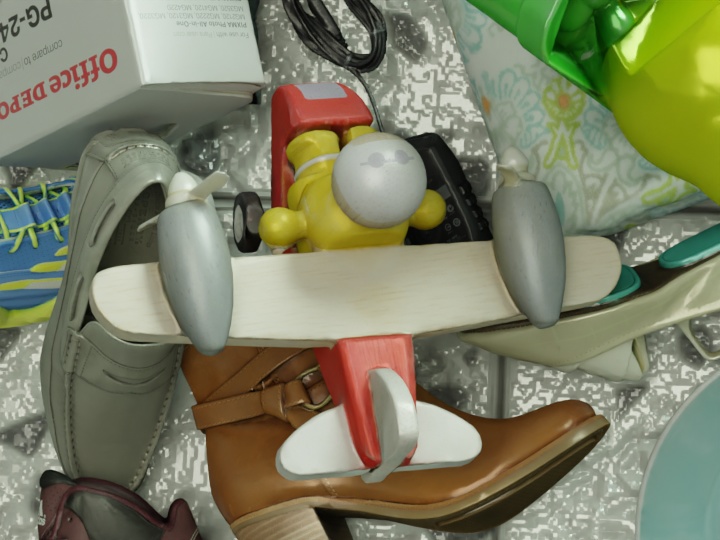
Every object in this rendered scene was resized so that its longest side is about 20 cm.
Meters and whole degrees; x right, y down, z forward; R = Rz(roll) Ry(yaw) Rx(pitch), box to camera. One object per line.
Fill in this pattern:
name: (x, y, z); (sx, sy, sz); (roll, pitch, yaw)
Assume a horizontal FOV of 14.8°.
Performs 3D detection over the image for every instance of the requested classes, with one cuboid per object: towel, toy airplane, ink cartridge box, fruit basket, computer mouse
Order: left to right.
ink cartridge box: (-0.140, -0.165, 1.409); (0.145, 0.083, 0.201); (-21, 77, 45)
toy airplane: (0.000, 0.000, 1.301); (0.198, 0.142, 0.200); (32, 50, 13)
computer mouse: (0.016, -0.071, 1.422); (0.058, 0.034, 0.201); (-30, 78, 27)
towel: (0.152, -0.119, 1.394); (0.199, 0.048, 0.172); (-21, 79, 9)
fruit basket: (0.146, -0.122, 1.270); (0.215, 0.216, 0.156); (24, 90, 13)

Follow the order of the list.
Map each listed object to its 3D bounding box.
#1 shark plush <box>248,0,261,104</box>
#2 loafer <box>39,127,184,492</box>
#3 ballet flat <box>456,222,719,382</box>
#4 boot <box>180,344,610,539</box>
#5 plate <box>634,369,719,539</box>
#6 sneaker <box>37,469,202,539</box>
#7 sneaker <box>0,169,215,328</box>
shark plush: (-0.053, -0.191, 1.438); (0.083, 0.091, 0.202); (2, 76, -19)
loafer: (-0.121, 0.029, 1.386); (0.069, 0.070, 0.201); (-4, 115, -19)
ballet flat: (0.149, 0.020, 1.373); (0.199, 0.069, 0.070); (-19, 80, 7)
boot: (0.011, 0.065, 1.390); (0.199, 0.074, 0.156); (-24, 73, 2)
plate: (0.232, 0.131, 1.343); (0.199, 0.026, 0.202); (2, 97, 21)
sneaker: (-0.167, 0.163, 1.402); (0.199, 0.076, 0.116); (-16, 97, -1)
sneaker: (-0.176, -0.011, 1.418); (0.199, 0.105, 0.076); (-16, 80, 10)
